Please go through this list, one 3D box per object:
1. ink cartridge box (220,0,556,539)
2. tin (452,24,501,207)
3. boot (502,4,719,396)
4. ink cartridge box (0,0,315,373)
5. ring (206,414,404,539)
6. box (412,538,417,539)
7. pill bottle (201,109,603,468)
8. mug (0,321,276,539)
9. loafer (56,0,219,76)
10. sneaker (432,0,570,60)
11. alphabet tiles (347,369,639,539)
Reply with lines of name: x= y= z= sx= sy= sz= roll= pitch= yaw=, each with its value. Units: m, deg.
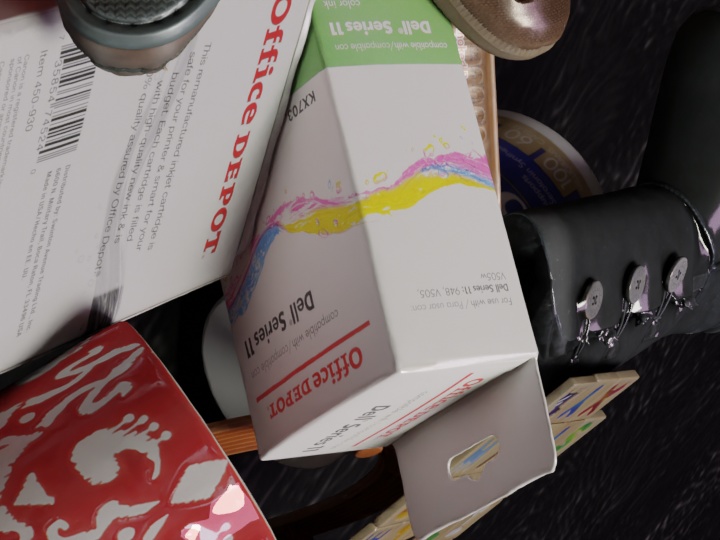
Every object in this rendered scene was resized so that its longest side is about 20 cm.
ink cartridge box: x=0.000 y=0.000 z=0.937 sx=0.067 sy=0.201 sz=0.117 roll=-4 pitch=161 yaw=-32
tin: x=0.023 y=-0.085 z=1.014 sx=0.042 sy=0.112 sz=0.201 roll=-7 pitch=100 yaw=-20
boot: x=0.119 y=-0.031 z=1.110 sx=0.200 sy=0.065 sz=0.166 roll=-15 pitch=109 yaw=-47
ink cartridge box: x=-0.116 y=-0.052 z=0.852 sx=0.200 sy=0.083 sz=0.147 roll=-24 pitch=138 yaw=-53
ring: x=-0.053 y=0.103 z=1.058 sx=0.200 sy=0.019 sz=0.201 roll=-13 pitch=159 yaw=-5
box: x=-0.048 y=0.207 z=1.086 sx=0.200 sy=0.041 sz=0.119 roll=-52 pitch=160 yaw=27
pill bottle: x=0.022 y=0.010 z=1.136 sx=0.200 sy=0.119 sz=0.120 roll=-34 pitch=144 yaw=-46
mug: x=-0.147 y=0.106 z=0.871 sx=0.200 sy=0.178 sz=0.134 roll=-34 pitch=126 yaw=-9
loafer: x=-0.061 y=-0.140 z=0.803 sx=0.063 sy=0.072 sz=0.201 roll=96 pitch=0 yaw=-58
sneaker: x=0.045 y=-0.180 z=0.913 sx=0.070 sy=0.075 sz=0.201 roll=-24 pitch=95 yaw=-42
alphabet tiles: x=0.037 y=0.109 z=1.094 sx=0.200 sy=0.006 sz=0.166 roll=-40 pitch=166 yaw=17
